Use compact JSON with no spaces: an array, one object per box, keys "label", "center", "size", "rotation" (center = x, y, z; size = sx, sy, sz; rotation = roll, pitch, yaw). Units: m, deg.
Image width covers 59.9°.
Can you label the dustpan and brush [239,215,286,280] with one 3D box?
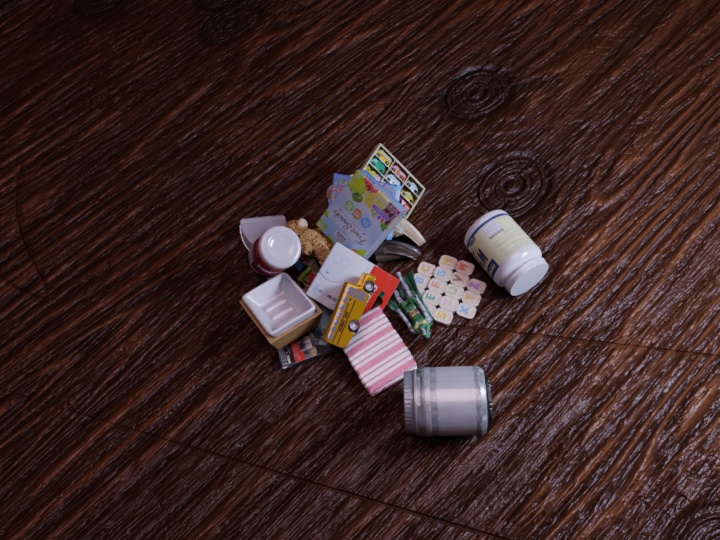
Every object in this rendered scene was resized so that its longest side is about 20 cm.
[{"label":"dustpan and brush","center":[-0.276,-0.065,1.818],"size":[0.139,0.057,0.201],"rotation":[-6,52,-8]}]

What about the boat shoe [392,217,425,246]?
[{"label":"boat shoe","center":[0.095,-0.128,1.778],"size":[0.200,0.074,0.069],"rotation":[40,91,3]}]

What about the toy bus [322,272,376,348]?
[{"label":"toy bus","center":[-0.026,0.099,1.594],"size":[0.078,0.065,0.201],"rotation":[21,81,2]}]

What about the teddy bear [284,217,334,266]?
[{"label":"teddy bear","center":[-0.124,-0.082,1.727],"size":[0.145,0.067,0.200],"rotation":[-21,57,-38]}]

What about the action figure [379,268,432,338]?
[{"label":"action figure","center":[0.132,0.098,1.655],"size":[0.118,0.055,0.200],"rotation":[-38,59,11]}]

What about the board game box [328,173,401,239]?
[{"label":"board game box","center":[0.006,-0.180,1.742],"size":[0.199,0.037,0.152],"rotation":[15,100,24]}]

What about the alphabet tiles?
[{"label":"alphabet tiles","center":[0.233,0.051,1.701],"size":[0.195,0.015,0.201],"rotation":[20,65,18]}]

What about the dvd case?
[{"label":"dvd case","center":[-0.132,0.169,1.673],"size":[0.199,0.022,0.146],"rotation":[-20,59,-3]}]

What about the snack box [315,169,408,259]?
[{"label":"snack box","center":[0.001,-0.142,1.689],"size":[0.169,0.068,0.200],"rotation":[45,114,14]}]

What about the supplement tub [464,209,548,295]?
[{"label":"supplement tub","center":[0.387,-0.047,1.662],"size":[0.145,0.145,0.200],"rotation":[-29,60,-10]}]

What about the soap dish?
[{"label":"soap dish","center":[-0.210,0.107,1.657],"size":[0.157,0.081,0.200],"rotation":[-31,44,-16]}]

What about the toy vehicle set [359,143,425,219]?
[{"label":"toy vehicle set","center":[0.089,-0.256,1.816],"size":[0.200,0.026,0.125],"rotation":[41,65,-22]}]

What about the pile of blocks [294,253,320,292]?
[{"label":"pile of blocks","center":[-0.159,-0.016,1.749],"size":[0.082,0.062,0.201],"rotation":[-28,51,6]}]

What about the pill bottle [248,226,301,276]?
[{"label":"pill bottle","center":[-0.238,-0.045,1.684],"size":[0.112,0.200,0.114],"rotation":[4,80,-20]}]

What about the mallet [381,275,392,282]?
[{"label":"mallet","center":[0.000,0.000,1.725],"size":[0.199,0.041,0.066],"rotation":[4,55,23]}]

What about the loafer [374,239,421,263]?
[{"label":"loafer","center":[0.072,-0.053,1.761],"size":[0.199,0.073,0.071],"rotation":[12,94,14]}]

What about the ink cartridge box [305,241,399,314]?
[{"label":"ink cartridge box","center":[-0.020,0.043,1.648],"size":[0.199,0.047,0.161],"rotation":[31,93,1]}]

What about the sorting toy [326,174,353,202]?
[{"label":"sorting toy","center":[0.015,-0.190,1.839],"size":[0.199,0.107,0.181],"rotation":[-16,78,-3]}]

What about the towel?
[{"label":"towel","center":[0.037,0.207,1.614],"size":[0.146,0.030,0.200],"rotation":[-30,68,-8]}]

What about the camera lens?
[{"label":"camera lens","center":[0.204,0.307,1.467],"size":[0.199,0.160,0.161],"rotation":[-2,59,6]}]
